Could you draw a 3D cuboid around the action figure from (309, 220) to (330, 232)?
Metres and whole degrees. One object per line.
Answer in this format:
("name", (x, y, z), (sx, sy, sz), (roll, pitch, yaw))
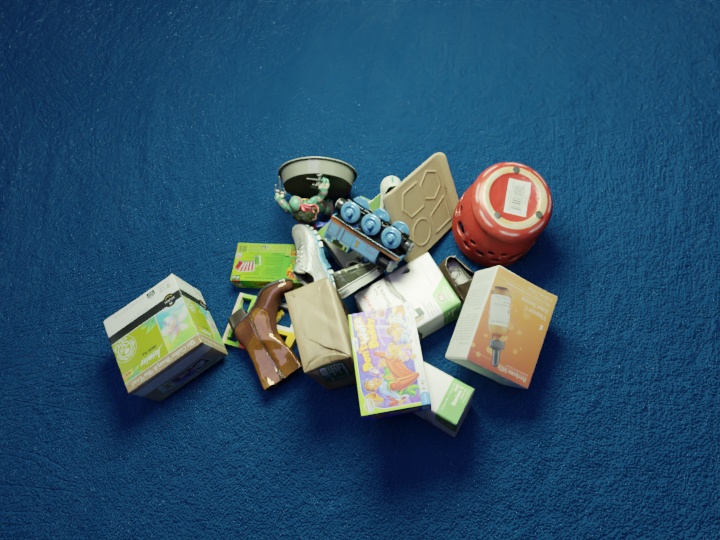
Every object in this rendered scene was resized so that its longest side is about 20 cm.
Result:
("action figure", (-0.051, -0.114, 1.348), (0.197, 0.066, 0.052), (-26, 47, -4))

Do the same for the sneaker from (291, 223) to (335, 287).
("sneaker", (-0.125, -0.022, 1.247), (0.085, 0.075, 0.202), (-10, 62, -37))

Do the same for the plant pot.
("plant pot", (0.314, -0.128, 1.205), (0.196, 0.183, 0.205), (0, 73, 1))

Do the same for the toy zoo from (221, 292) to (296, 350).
("toy zoo", (-0.221, 0.136, 1.291), (0.196, 0.021, 0.133), (12, 69, 15))

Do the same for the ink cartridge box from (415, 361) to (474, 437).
("ink cartridge box", (0.126, 0.245, 1.111), (0.198, 0.147, 0.085), (28, 72, 19))

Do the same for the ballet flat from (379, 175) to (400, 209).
("ballet flat", (0.073, -0.116, 1.262), (0.068, 0.204, 0.070), (-2, 21, 1))

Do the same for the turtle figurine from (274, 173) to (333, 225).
("turtle figurine", (-0.137, -0.162, 1.302), (0.146, 0.200, 0.103), (-4, 81, 14))

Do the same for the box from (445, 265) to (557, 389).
("box", (0.290, 0.118, 1.118), (0.150, 0.106, 0.203), (25, 78, -11))

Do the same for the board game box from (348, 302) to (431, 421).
("board game box", (0.055, 0.175, 1.050), (0.132, 0.045, 0.204), (-11, 63, 3))

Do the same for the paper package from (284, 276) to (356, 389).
("paper package", (-0.069, 0.142, 1.164), (0.102, 0.201, 0.194), (-20, 65, 2))

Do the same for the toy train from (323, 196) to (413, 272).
("toy train", (0.019, -0.077, 1.182), (0.198, 0.087, 0.116), (32, 117, 11))

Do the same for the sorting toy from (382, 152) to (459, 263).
("sorting toy", (0.145, -0.145, 1.255), (0.199, 0.187, 0.036), (-39, 33, -24))

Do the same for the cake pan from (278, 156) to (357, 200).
("cake pan", (-0.105, -0.220, 1.334), (0.196, 0.200, 0.038), (-2, 75, 9))

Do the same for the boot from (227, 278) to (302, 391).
("boot", (-0.189, 0.140, 1.235), (0.187, 0.069, 0.201), (-35, 66, -7))

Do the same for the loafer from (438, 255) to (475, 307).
("loafer", (0.247, 0.044, 1.220), (0.073, 0.071, 0.200), (-41, 67, -10))

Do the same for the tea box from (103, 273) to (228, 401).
("tea box", (-0.449, 0.157, 1.253), (0.198, 0.134, 0.198), (-35, 65, 0))

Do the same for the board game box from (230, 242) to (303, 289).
("board game box", (-0.214, -0.010, 1.340), (0.195, 0.048, 0.104), (2, 67, 11))

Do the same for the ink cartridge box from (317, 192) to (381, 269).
("ink cartridge box", (0.003, -0.106, 1.306), (0.199, 0.104, 0.059), (-41, 31, -8))

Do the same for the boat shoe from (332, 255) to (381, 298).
("boat shoe", (0.000, 0.000, 1.223), (0.070, 0.200, 0.064), (-29, 91, 28))

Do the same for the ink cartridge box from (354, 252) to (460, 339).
("ink cartridge box", (0.104, 0.079, 1.215), (0.198, 0.085, 0.147), (-30, 64, -4))
